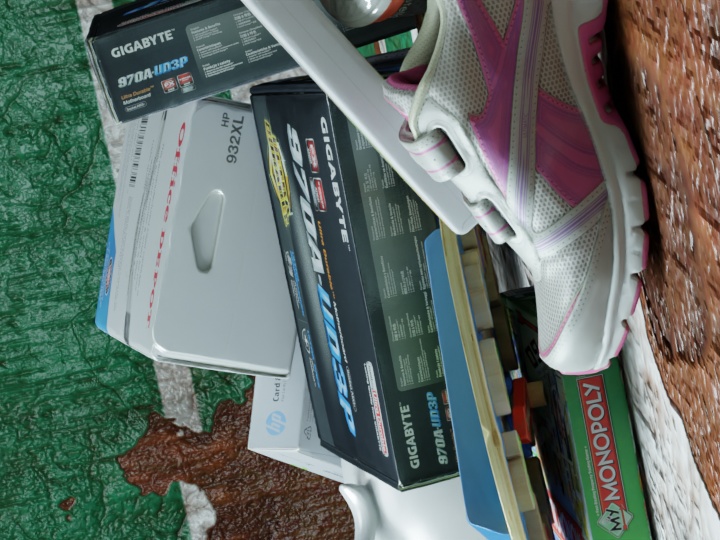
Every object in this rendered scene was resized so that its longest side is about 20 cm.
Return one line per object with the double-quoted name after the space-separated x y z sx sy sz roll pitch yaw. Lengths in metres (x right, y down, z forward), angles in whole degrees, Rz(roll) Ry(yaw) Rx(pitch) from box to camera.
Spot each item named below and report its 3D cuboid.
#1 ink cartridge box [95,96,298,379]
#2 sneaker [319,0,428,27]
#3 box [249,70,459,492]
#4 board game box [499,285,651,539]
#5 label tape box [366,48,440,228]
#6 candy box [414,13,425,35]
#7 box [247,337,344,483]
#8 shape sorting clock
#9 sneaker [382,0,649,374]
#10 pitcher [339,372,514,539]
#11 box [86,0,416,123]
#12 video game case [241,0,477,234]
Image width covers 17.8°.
-0.088 -0.023 1.330 0.200 0.083 0.146 -166 86 -74 "ink cartridge box"
0.035 -0.193 0.896 0.077 0.081 0.201 42 125 46 "sneaker"
0.000 0.000 1.171 0.159 0.046 0.202 -164 62 -73 "box"
0.103 0.082 1.100 0.200 0.029 0.136 -132 32 -85 "board game box"
0.032 -0.046 1.278 0.200 0.066 0.145 -63 -37 -80 "label tape box"
0.045 -0.157 1.005 0.115 0.055 0.202 -111 11 -79 "candy box"
0.008 0.054 1.418 0.200 0.041 0.157 26 -114 -56 "box"
0.065 0.059 1.053 0.200 0.039 0.202 -10 -90 -83 "shape sorting clock"
0.055 -0.055 0.880 0.081 0.087 0.202 -117 16 -80 "sneaker"
0.038 0.149 1.308 0.121 0.171 0.202 -22 78 53 "pitcher"
-0.040 -0.136 1.189 0.159 0.198 0.046 -112 4 -78 "box"
-0.031 -0.109 0.975 0.200 0.023 0.182 48 -178 -15 "video game case"
